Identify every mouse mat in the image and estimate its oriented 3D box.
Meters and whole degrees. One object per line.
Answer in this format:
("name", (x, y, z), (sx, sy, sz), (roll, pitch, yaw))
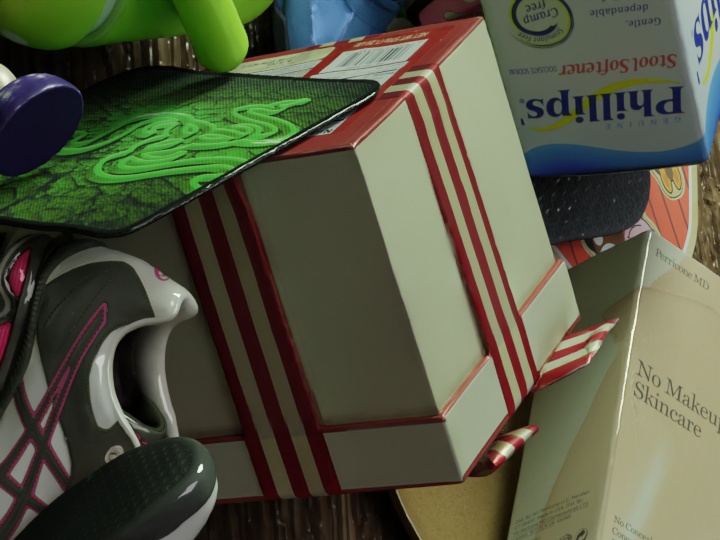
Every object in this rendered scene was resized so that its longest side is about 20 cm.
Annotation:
("mouse mat", (-0.106, -0.056, 1.133), (0.160, 0.199, 0.008), (-31, 116, -34))

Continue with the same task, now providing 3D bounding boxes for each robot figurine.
("robot figurine", (-0.110, -0.167, 1.203), (0.199, 0.116, 0.175), (-12, 38, -40))

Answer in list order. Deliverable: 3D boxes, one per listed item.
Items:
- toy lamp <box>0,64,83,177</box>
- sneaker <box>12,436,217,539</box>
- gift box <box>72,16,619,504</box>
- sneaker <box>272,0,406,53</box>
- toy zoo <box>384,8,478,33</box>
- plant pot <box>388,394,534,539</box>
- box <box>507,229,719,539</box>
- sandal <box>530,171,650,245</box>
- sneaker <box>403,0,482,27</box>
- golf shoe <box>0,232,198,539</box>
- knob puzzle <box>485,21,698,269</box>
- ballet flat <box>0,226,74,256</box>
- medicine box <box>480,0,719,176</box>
("toy lamp", (-0.205, -0.126, 1.139), (0.058, 0.058, 0.200), (-20, 55, -45))
("sneaker", (-0.111, 0.162, 1.051), (0.108, 0.201, 0.067), (46, 12, -22))
("gift box", (0.000, 0.000, 1.186), (0.200, 0.183, 0.188), (-41, 120, -51))
("sneaker", (0.017, -0.180, 1.329), (0.066, 0.078, 0.201), (39, 68, -50))
("toy zoo", (0.023, -0.076, 1.390), (0.131, 0.020, 0.200), (51, 46, -11))
("plant pot", (0.079, 0.097, 1.354), (0.199, 0.027, 0.202), (19, 59, -34))
("box", (0.144, 0.091, 1.341), (0.095, 0.078, 0.201), (31, 52, -26))
("sandal", (0.074, -0.040, 1.373), (0.199, 0.043, 0.077), (0, 94, -40))
("sneaker", (0.056, -0.201, 1.415), (0.088, 0.074, 0.200), (48, 38, -15))
("golf shoe", (-0.128, 0.087, 1.084), (0.077, 0.087, 0.202), (-4, 105, -64))
("knob puzzle", (0.146, -0.062, 1.468), (0.219, 0.030, 0.222), (19, 64, -44))
("ballet flat", (-0.155, 0.001, 1.159), (0.068, 0.068, 0.201), (37, 49, -20))
("medicine box", (0.130, -0.182, 1.331), (0.183, 0.102, 0.201), (-67, 146, -50))
